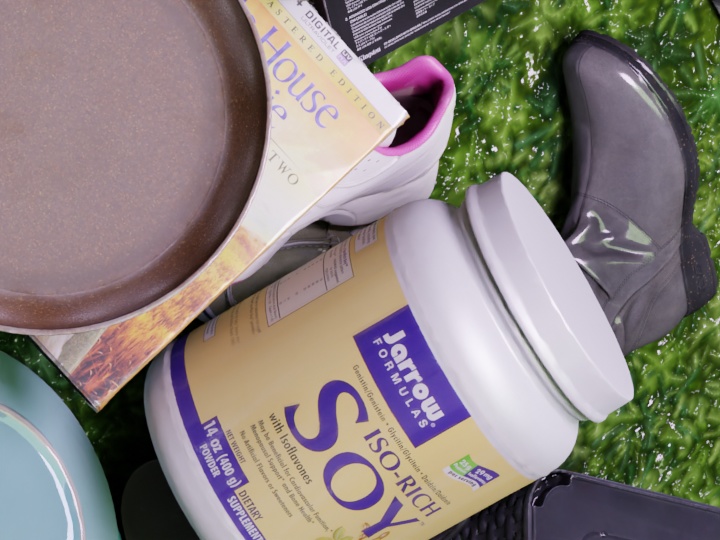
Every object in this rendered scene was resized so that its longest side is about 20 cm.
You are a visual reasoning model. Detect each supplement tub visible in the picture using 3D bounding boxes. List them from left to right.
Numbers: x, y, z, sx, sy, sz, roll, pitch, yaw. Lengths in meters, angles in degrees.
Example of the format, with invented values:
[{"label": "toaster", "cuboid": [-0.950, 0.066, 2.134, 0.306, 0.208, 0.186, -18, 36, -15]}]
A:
[{"label": "supplement tub", "cuboid": [0.014, 0.056, 1.181, 0.199, 0.146, 0.146, -31, 129, 13]}]

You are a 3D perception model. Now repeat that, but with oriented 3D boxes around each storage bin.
[{"label": "storage bin", "cuboid": [0.135, 0.191, 1.273, 0.199, 0.094, 0.136, 15, 65, -32]}]

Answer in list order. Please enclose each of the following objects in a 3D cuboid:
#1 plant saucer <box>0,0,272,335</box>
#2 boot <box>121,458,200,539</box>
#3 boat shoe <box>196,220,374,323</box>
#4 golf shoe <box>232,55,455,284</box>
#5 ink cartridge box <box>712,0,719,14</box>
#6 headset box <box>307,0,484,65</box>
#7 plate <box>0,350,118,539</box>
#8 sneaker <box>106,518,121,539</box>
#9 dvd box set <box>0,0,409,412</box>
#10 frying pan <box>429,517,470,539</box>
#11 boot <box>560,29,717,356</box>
[{"label": "plant saucer", "cuboid": [-0.139, -0.071, 1.102, 0.199, 0.032, 0.202, 1, 84, -8]}, {"label": "boot", "cuboid": [-0.062, 0.190, 1.230, 0.075, 0.073, 0.201, 6, 73, -67]}, {"label": "boat shoe", "cuboid": [0.000, 0.000, 1.274, 0.199, 0.062, 0.072, -4, 109, -36]}, {"label": "golf shoe", "cuboid": [-0.036, -0.054, 1.202, 0.199, 0.075, 0.092, -24, 160, -34]}, {"label": "ink cartridge box", "cuboid": [0.265, -0.195, 1.393, 0.147, 0.086, 0.200, -47, 127, -14]}, {"label": "headset box", "cuboid": [0.007, -0.217, 1.189, 0.148, 0.077, 0.201, -31, 122, -25]}, {"label": "plate", "cuboid": [-0.188, 0.125, 1.144, 0.199, 0.026, 0.202, 12, 71, -39]}, {"label": "sneaker", "cuboid": [-0.106, 0.200, 1.264, 0.080, 0.077, 0.200, -53, 132, -25]}, {"label": "dvd box set", "cuboid": [-0.097, -0.056, 1.140, 0.200, 0.029, 0.146, -43, 93, -10]}, {"label": "frying pan", "cuboid": [-0.015, 0.164, 1.282, 0.031, 0.115, 0.191, -5, 127, -54]}, {"label": "boot", "cuboid": [0.123, -0.018, 1.356, 0.131, 0.070, 0.201, -38, 125, -23]}]
